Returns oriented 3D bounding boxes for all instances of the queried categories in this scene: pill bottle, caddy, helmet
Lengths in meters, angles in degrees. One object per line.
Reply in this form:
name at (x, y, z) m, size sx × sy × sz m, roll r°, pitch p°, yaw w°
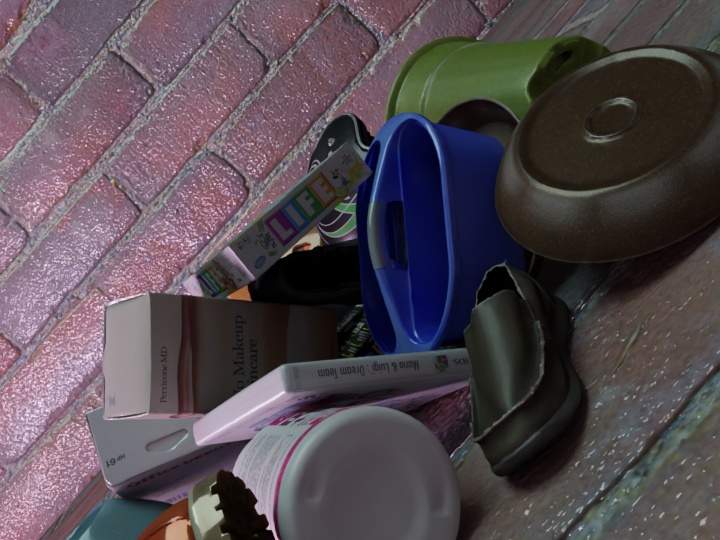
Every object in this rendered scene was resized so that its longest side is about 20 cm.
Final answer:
pill bottle at (-0.023, 0.150, 0.618) m, size 0.114 × 0.113 × 0.200 m, roll -51°, pitch 9°, yaw -20°
caddy at (0.051, -0.025, 0.751) m, size 0.141 × 0.104 × 0.203 m, roll -25°, pitch 66°, yaw 57°
helmet at (0.043, -0.079, 1.054) m, size 0.200 × 0.200 × 0.191 m, roll -47°, pitch 46°, yaw 0°

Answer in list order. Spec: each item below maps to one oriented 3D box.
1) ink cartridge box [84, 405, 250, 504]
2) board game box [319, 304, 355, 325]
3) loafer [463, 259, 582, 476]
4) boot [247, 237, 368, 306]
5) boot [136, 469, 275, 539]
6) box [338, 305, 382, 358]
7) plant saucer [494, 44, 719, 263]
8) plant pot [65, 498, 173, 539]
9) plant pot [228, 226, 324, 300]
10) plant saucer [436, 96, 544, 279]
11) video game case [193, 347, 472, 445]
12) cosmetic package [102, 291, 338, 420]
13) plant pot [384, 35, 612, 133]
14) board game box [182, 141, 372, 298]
ink cartridge box at (-0.191, 0.186, 0.992) m, size 0.143 × 0.086 × 0.201 m, roll -22°, pitch -21°, yaw -9°
board game box at (-0.123, 0.086, 1.013) m, size 0.198 × 0.026 × 0.200 m, roll -7°, pitch -31°, yaw -44°
loafer at (0.092, 0.057, 0.601) m, size 0.073 × 0.071 × 0.200 m, roll -44°, pitch 10°, yaw 21°
boot at (0.000, 0.000, 0.878) m, size 0.198 × 0.071 × 0.131 m, roll -17°, pitch 0°, yaw -26°
boot at (-0.079, 0.215, 0.470) m, size 0.106 × 0.075 × 0.201 m, roll -31°, pitch 50°, yaw 6°
box at (-0.010, 0.101, 0.994) m, size 0.160 × 0.049 × 0.200 m, roll -52°, pitch 9°, yaw -9°
plant saucer at (0.178, -0.094, 0.641) m, size 0.198 × 0.037 × 0.202 m, roll -23°, pitch 39°, yaw 20°
plant pot at (-0.228, 0.303, 0.902) m, size 0.200 × 0.135 × 0.200 m, roll -46°, pitch 9°, yaw 10°
plant pot at (-0.056, 0.012, 1.203) m, size 0.139 × 0.201 × 0.201 m, roll -20°, pitch 24°, yaw 36°
plant saucer at (0.103, -0.046, 0.801) m, size 0.199 × 0.034 × 0.204 m, roll -5°, pitch 84°, yaw 62°
video game case at (-0.016, 0.099, 0.723) m, size 0.180 × 0.024 × 0.200 m, roll -2°, pitch -19°, yaw -29°
cosmetic package at (-0.120, 0.080, 0.825) m, size 0.087 × 0.198 × 0.105 m, roll -14°, pitch 76°, yaw 48°
plant pot at (0.154, -0.143, 0.893) m, size 0.201 × 0.200 × 0.189 m, roll -50°, pitch 22°, yaw -19°
board game box at (-0.079, -0.033, 0.811) m, size 0.134 × 0.034 × 0.200 m, roll -44°, pitch 8°, yaw -22°
